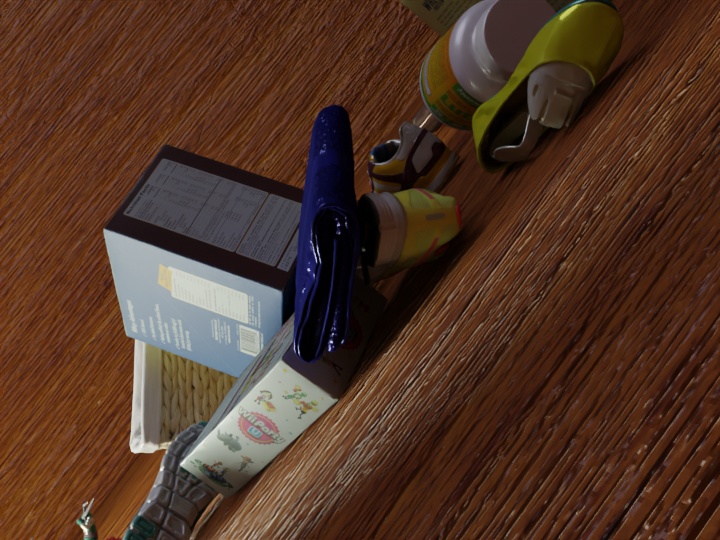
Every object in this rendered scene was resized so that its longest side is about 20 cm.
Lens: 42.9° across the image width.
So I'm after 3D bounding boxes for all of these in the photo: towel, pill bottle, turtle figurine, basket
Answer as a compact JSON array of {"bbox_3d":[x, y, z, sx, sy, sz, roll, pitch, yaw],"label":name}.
[{"bbox_3d":[-0.024,-0.037,0.772,0.200,0.049,0.148,-94,13,-57],"label":"towel"},{"bbox_3d":[0.138,-0.221,0.971,0.111,0.111,0.200,-52,7,-8],"label":"pill bottle"},{"bbox_3d":[-0.410,0.427,1.290,0.150,0.100,0.201,-35,-26,-58],"label":"turtle figurine"},{"bbox_3d":[-0.222,0.128,1.163,0.136,0.122,0.202,144,127,-67],"label":"basket"}]

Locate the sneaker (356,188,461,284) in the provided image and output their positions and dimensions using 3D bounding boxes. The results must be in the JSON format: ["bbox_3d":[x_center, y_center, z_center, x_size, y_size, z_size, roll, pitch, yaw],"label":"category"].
[{"bbox_3d":[0.043,-0.032,0.808,0.090,0.079,0.200,-10,2,-5],"label":"sneaker"}]

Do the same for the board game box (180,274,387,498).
[{"bbox_3d":[-0.072,0.106,0.864,0.200,0.064,0.148,-48,8,39],"label":"board game box"}]

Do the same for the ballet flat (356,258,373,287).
[{"bbox_3d":[0.000,0.000,1.022,0.062,0.068,0.201,-11,36,35],"label":"ballet flat"}]

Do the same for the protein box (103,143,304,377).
[{"bbox_3d":[-0.151,0.001,1.010,0.199,0.199,0.135,97,-164,-52],"label":"protein box"}]

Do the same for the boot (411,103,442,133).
[{"bbox_3d":[0.133,-0.274,1.483,0.200,0.064,0.186,-41,-1,43],"label":"boot"}]

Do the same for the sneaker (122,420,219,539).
[{"bbox_3d":[-0.192,0.240,0.934,0.091,0.077,0.200,-50,4,44],"label":"sneaker"}]

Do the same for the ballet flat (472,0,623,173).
[{"bbox_3d":[0.145,-0.135,0.732,0.200,0.066,0.067,136,150,-64],"label":"ballet flat"}]

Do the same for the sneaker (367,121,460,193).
[{"bbox_3d":[0.040,-0.113,1.143,0.200,0.090,0.075,-43,11,50],"label":"sneaker"}]

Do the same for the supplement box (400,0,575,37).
[{"bbox_3d":[0.174,-0.354,1.055,0.135,0.199,0.200,-55,8,-29],"label":"supplement box"}]
